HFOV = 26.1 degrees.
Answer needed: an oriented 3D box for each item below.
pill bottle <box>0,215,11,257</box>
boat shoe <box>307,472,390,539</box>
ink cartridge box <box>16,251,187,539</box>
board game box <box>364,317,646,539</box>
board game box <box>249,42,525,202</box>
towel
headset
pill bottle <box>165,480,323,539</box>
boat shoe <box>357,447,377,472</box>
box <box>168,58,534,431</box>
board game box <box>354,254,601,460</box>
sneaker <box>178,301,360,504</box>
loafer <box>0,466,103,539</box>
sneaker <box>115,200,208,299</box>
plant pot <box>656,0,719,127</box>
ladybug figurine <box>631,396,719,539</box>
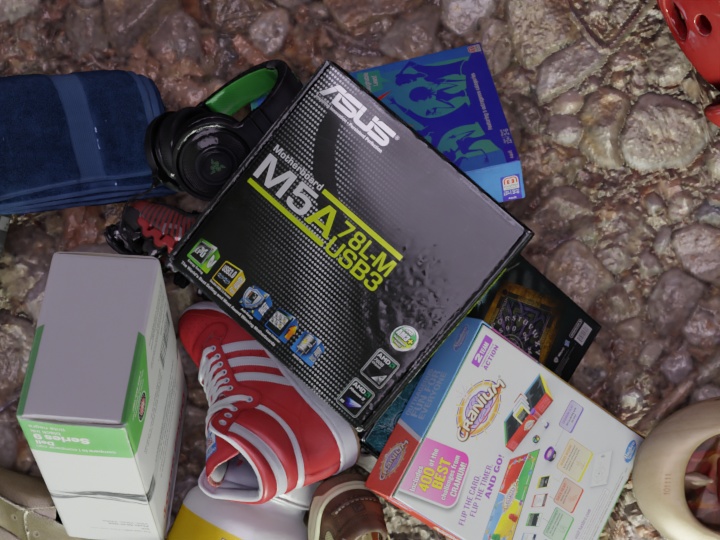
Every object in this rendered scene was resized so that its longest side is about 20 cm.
[{"bbox_3d":[-0.357,0.012,1.258,0.116,0.116,0.201,13,88,2],"label":"pill bottle"},{"bbox_3d":[-0.007,0.259,1.209,0.075,0.075,0.203,-16,125,-18],"label":"boat shoe"},{"bbox_3d":[-0.191,0.102,1.187,0.084,0.200,0.146,3,55,4],"label":"ink cartridge box"},{"bbox_3d":[0.118,0.149,1.214,0.200,0.040,0.153,36,77,-29],"label":"board game box"},{"bbox_3d":[0.018,-0.101,1.247,0.199,0.045,0.152,-14,46,1],"label":"board game box"},{"bbox_3d":[-0.242,-0.104,1.240,0.200,0.048,0.112,-10,85,-39],"label":"towel"},{"bbox_3d":[-0.119,-0.081,1.220,0.200,0.123,0.094,-44,114,-13],"label":"headset"},{"bbox_3d":[-0.107,0.243,1.240,0.112,0.112,0.200,24,87,3],"label":"pill bottle"},{"bbox_3d":[0.019,0.132,1.265,0.200,0.066,0.072,31,88,3],"label":"boat shoe"},{"bbox_3d":[-0.008,-0.018,1.142,0.200,0.048,0.193,42,100,7],"label":"box"},{"bbox_3d":[0.094,0.087,1.238,0.135,0.028,0.200,40,75,-24],"label":"board game box"},{"bbox_3d":[-0.104,0.102,1.199,0.112,0.071,0.200,-24,49,-37],"label":"sneaker"},{"bbox_3d":[-0.276,0.192,1.271,0.200,0.076,0.067,41,88,-7],"label":"loafer"},{"bbox_3d":[-0.100,-0.019,1.277,0.200,0.071,0.098,25,78,8],"label":"sneaker"},{"bbox_3d":[0.338,-0.216,1.214,0.200,0.200,0.183,-21,94,0],"label":"plant pot"},{"bbox_3d":[0.314,0.165,1.249,0.199,0.072,0.136,3,90,-1],"label":"ladybug figurine"}]
